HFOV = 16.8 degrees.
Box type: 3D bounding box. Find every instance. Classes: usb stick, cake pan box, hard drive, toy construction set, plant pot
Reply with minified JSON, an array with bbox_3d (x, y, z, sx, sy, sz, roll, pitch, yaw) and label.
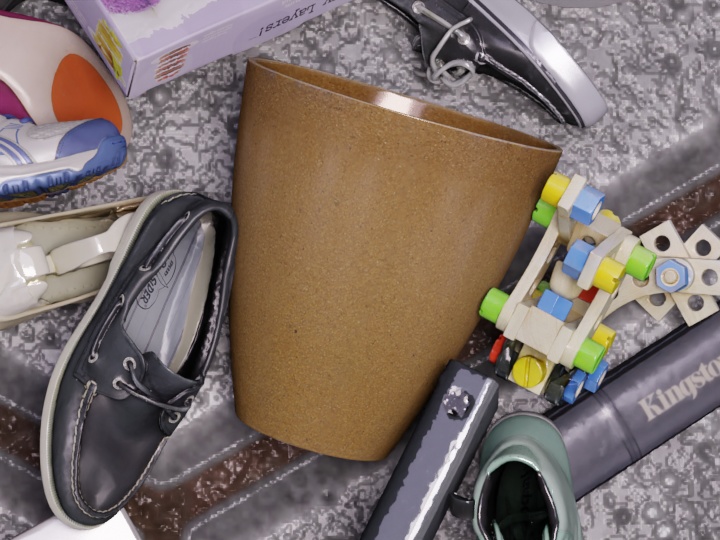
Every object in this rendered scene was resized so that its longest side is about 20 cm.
[{"bbox_3d":[0.186,0.069,1.465,0.199,0.033,0.056,-32,88,-9],"label":"usb stick"},{"bbox_3d":[-0.094,-0.215,1.397,0.199,0.052,0.185,-25,75,-23],"label":"cake pan box"},{"bbox_3d":[0.020,0.153,1.381,0.033,0.140,0.201,26,83,7],"label":"hard drive"},{"bbox_3d":[0.134,0.011,1.401,0.092,0.200,0.132,30,102,28],"label":"toy construction set"},{"bbox_3d":[0.000,0.000,1.389,0.185,0.186,0.201,15,97,-5],"label":"plant pot"}]

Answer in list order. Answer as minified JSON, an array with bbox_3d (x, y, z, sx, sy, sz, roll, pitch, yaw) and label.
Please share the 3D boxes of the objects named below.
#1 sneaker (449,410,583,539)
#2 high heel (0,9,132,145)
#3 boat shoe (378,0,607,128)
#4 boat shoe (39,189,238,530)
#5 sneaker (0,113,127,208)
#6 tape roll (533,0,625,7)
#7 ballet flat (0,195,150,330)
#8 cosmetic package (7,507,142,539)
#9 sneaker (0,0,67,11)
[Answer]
[{"bbox_3d":[0.094,0.189,1.387,0.073,0.118,0.202,-8,96,10],"label":"sneaker"},{"bbox_3d":[-0.223,-0.120,1.408,0.200,0.096,0.068,37,64,-40],"label":"high heel"},{"bbox_3d":[0.057,-0.143,1.451,0.199,0.074,0.068,42,88,1],"label":"boat shoe"},{"bbox_3d":[-0.114,0.048,1.339,0.074,0.066,0.200,36,68,-32],"label":"boat shoe"},{"bbox_3d":[-0.230,-0.075,1.342,0.199,0.075,0.089,-8,84,-6],"label":"sneaker"},{"bbox_3d":[0.136,-0.264,1.472,0.201,0.071,0.204,1,84,-6],"label":"tape roll"},{"bbox_3d":[-0.176,-0.007,1.376,0.199,0.069,0.070,-15,86,-34],"label":"ballet flat"},{"bbox_3d":[-0.203,0.214,1.378,0.199,0.085,0.108,-27,88,-10],"label":"cosmetic package"},{"bbox_3d":[-0.250,-0.164,1.417,0.199,0.076,0.088,-20,93,-8],"label":"sneaker"}]
